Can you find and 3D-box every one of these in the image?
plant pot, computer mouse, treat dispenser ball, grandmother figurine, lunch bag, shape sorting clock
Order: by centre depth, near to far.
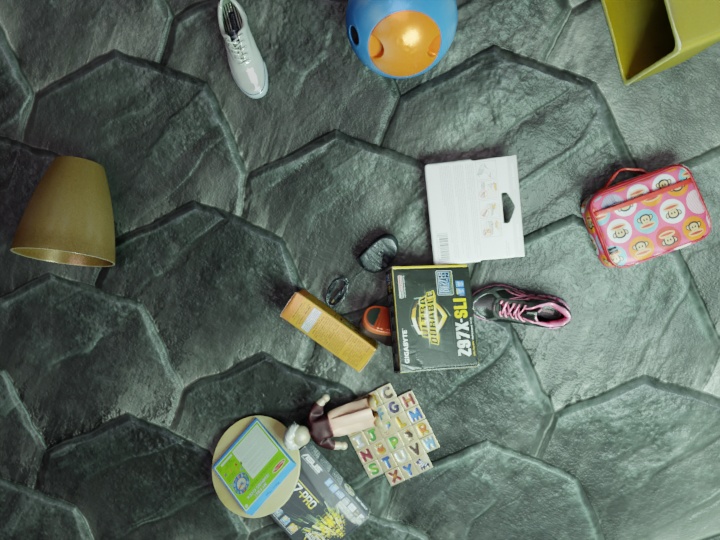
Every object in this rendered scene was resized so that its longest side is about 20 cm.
[{"bbox_3d":[0.570,-0.467,0.943,0.200,0.194,0.196,-16,92,2],"label":"plant pot"},{"bbox_3d":[0.073,-0.452,0.986,0.201,0.201,0.201,0,94,6],"label":"treat dispenser ball"},{"bbox_3d":[0.529,-0.111,1.028,0.200,0.082,0.176,-21,88,6],"label":"lunch bag"},{"bbox_3d":[-0.582,-0.121,1.104,0.186,0.186,0.200,4,81,6],"label":"plant pot"},{"bbox_3d":[-0.062,0.311,1.107,0.200,0.061,0.121,-19,83,-6],"label":"grandmother figurine"},{"bbox_3d":[0.000,0.000,1.117,0.200,0.034,0.059,-43,106,12],"label":"computer mouse"},{"bbox_3d":[-0.218,0.405,1.136,0.200,0.039,0.200,-7,67,18],"label":"shape sorting clock"}]

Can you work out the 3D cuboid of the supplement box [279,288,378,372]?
[{"bbox_3d":[-0.061,0.121,1.111,0.200,0.067,0.069,34,97,3],"label":"supplement box"}]

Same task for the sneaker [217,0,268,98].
[{"bbox_3d":[-0.242,-0.442,1.084,0.073,0.071,0.200,-20,92,7],"label":"sneaker"}]

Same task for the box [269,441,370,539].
[{"bbox_3d":[-0.104,0.487,1.152,0.161,0.049,0.200,-42,87,5],"label":"box"}]

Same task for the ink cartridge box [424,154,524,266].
[{"bbox_3d":[0.222,-0.116,1.074,0.176,0.045,0.200,-5,94,7],"label":"ink cartridge box"}]

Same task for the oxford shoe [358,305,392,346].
[{"bbox_3d":[0.093,0.126,1.105,0.200,0.073,0.071,20,58,-8],"label":"oxford shoe"}]

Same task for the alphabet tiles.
[{"bbox_3d":[0.063,0.344,1.145,0.166,0.006,0.200,-27,91,8],"label":"alphabet tiles"}]

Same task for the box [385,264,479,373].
[{"bbox_3d":[0.137,0.092,1.053,0.159,0.049,0.200,-1,80,-15],"label":"box"}]

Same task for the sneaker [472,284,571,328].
[{"bbox_3d":[0.311,0.075,1.055,0.200,0.095,0.079,5,97,7],"label":"sneaker"}]
